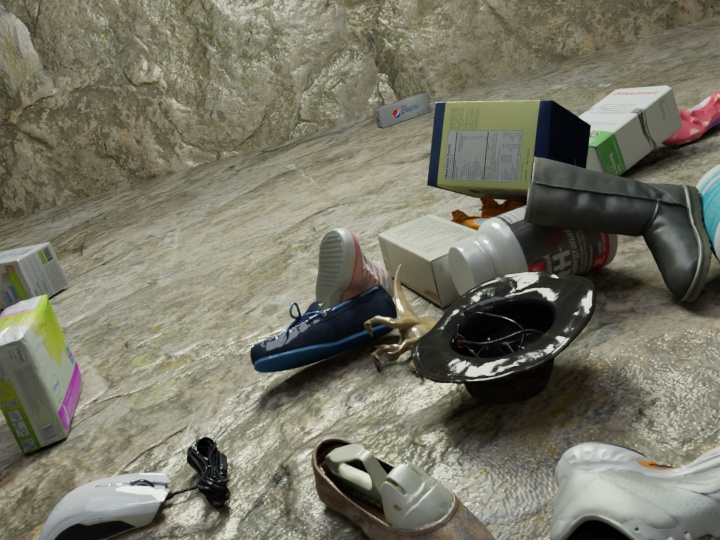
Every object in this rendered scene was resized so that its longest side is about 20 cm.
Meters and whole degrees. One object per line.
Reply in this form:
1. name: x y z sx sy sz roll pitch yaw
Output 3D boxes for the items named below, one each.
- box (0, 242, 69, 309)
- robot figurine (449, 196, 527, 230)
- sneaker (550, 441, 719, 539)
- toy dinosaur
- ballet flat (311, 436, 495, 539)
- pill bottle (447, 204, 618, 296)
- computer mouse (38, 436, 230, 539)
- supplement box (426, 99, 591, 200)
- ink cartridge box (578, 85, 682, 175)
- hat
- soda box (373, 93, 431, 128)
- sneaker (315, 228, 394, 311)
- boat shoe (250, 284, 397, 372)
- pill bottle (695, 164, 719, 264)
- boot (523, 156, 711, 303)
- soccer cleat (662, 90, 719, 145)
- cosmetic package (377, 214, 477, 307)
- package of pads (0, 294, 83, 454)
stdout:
1. box: -0.788 0.016 1.661 0.198 0.114 0.101 -6 22 29
2. robot figurine: 0.240 -0.075 1.129 0.144 0.059 0.199 -26 20 -32
3. sneaker: 0.217 0.167 0.470 0.198 0.076 0.092 -12 25 36
4. toy dinosaur: 0.058 0.074 0.871 0.100 0.059 0.200 -16 36 -18
5. ballet flat: 0.022 0.181 0.582 0.068 0.068 0.199 -31 23 -35
6. pill bottle: 0.217 -0.026 0.932 0.198 0.112 0.111 -21 19 -11
7. computer mouse: -0.227 0.222 0.715 0.198 0.044 0.110 -19 20 -8
8. supplement box: 0.244 -0.189 1.183 0.198 0.136 0.199 8 2 34
9. ink cartridge box: 0.464 -0.250 1.335 0.199 0.085 0.146 -36 23 -13
10. hat: 0.155 0.081 0.738 0.198 0.082 0.201 -23 19 8
11. soda box: 0.150 -0.572 2.594 0.198 0.069 0.063 -22 19 -13
12. sneaker: 0.000 0.000 0.982 0.103 0.076 0.201 -12 -27 -16
13. boat shoe: -0.049 0.073 0.922 0.198 0.069 0.084 -15 -20 -24
14. pill bottle: 0.441 -0.048 0.804 0.109 0.112 0.200 -10 19 17
15. boot: 0.290 -0.054 0.842 0.197 0.073 0.183 13 46 0
16. soccer cleat: 0.644 -0.285 1.400 0.198 0.067 0.077 -30 -17 -12
17. cosmetic package: 0.111 -0.020 1.065 0.104 0.072 0.200 -20 19 -13
18. package of pads: -0.441 0.129 0.985 0.067 0.156 0.200 -19 19 -10
